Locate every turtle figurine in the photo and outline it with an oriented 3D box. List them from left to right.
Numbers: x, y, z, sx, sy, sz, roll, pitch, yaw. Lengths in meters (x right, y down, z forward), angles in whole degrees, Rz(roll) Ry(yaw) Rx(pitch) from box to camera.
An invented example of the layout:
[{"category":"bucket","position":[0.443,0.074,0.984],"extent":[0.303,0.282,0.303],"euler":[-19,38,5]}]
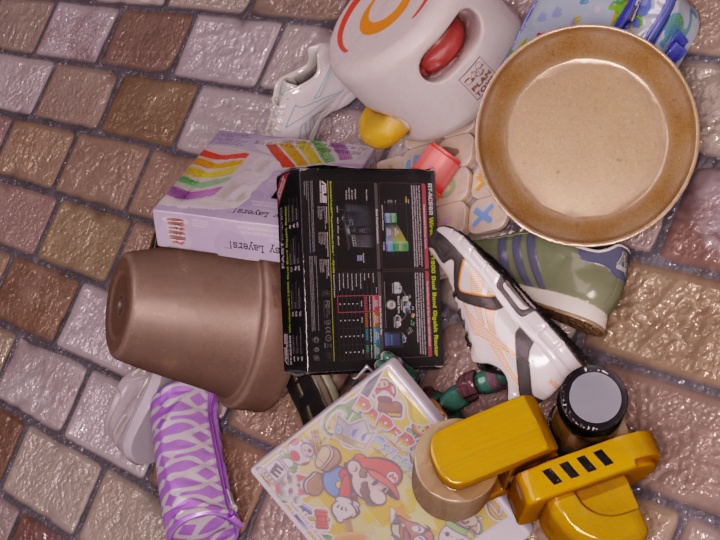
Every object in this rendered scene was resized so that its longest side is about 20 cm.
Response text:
[{"category":"turtle figurine","position":[0.056,0.143,1.307],"extent":[0.199,0.101,0.150],"euler":[-15,93,24]}]

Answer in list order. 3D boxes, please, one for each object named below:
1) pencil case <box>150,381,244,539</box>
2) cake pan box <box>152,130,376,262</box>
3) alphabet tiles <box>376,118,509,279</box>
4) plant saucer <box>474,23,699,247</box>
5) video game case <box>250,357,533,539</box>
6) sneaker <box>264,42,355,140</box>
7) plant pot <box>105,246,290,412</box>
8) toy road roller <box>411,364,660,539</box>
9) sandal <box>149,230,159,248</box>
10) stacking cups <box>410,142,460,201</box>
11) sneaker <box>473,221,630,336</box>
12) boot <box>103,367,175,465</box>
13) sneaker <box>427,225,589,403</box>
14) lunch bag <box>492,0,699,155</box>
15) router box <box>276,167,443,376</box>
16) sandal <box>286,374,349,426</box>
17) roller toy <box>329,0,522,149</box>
[{"category":"pencil case","position":[-0.181,0.213,1.517],"extent":[0.085,0.084,0.200],"euler":[-35,47,19]},{"category":"cake pan box","position":[-0.094,-0.079,1.480],"extent":[0.199,0.052,0.184],"euler":[9,37,18]},{"category":"alphabet tiles","position":[0.079,-0.082,1.471],"extent":[0.195,0.015,0.201],"euler":[-12,61,41]},{"category":"plant saucer","position":[0.204,-0.120,1.260],"extent":[0.199,0.035,0.201],"euler":[0,88,10]},{"category":"video game case","position":[0.026,0.207,1.264],"extent":[0.182,0.023,0.200],"euler":[-39,91,23]},{"category":"sneaker","position":[-0.080,-0.185,1.636],"extent":[0.201,0.080,0.070],"euler":[-53,44,11]},{"category":"plant pot","position":[-0.174,0.046,1.484],"extent":[0.200,0.174,0.201],"euler":[-173,90,-66]},{"category":"toy road roller","position":[0.152,0.179,1.146],"extent":[0.199,0.123,0.146],"euler":[-19,69,-6]},{"category":"sandal","position":[-0.248,0.017,1.699],"extent":[0.055,0.081,0.201],"euler":[-32,40,57]},{"category":"stacking cups","position":[0.036,-0.039,1.444],"extent":[0.200,0.060,0.061],"euler":[-52,43,6]},{"category":"sneaker","position":[0.170,-0.010,1.309],"extent":[0.200,0.067,0.090],"euler":[24,83,45]},{"category":"boot","position":[-0.237,0.122,1.630],"extent":[0.095,0.073,0.201],"euler":[29,88,48]},{"category":"sneaker","position":[0.112,0.039,1.238],"extent":[0.080,0.074,0.200],"euler":[-46,55,11]},{"category":"lunch bag","position":[0.223,-0.201,1.345],"extent":[0.161,0.082,0.200],"euler":[36,96,43]},{"category":"router box","position":[0.000,0.000,1.355],"extent":[0.062,0.149,0.201],"euler":[172,97,-64]},{"category":"sandal","position":[-0.037,0.117,1.451],"extent":[0.080,0.057,0.202],"euler":[-50,51,52]},{"category":"roller toy","position":[0.072,-0.233,1.459],"extent":[0.182,0.140,0.201],"euler":[-21,42,38]}]
